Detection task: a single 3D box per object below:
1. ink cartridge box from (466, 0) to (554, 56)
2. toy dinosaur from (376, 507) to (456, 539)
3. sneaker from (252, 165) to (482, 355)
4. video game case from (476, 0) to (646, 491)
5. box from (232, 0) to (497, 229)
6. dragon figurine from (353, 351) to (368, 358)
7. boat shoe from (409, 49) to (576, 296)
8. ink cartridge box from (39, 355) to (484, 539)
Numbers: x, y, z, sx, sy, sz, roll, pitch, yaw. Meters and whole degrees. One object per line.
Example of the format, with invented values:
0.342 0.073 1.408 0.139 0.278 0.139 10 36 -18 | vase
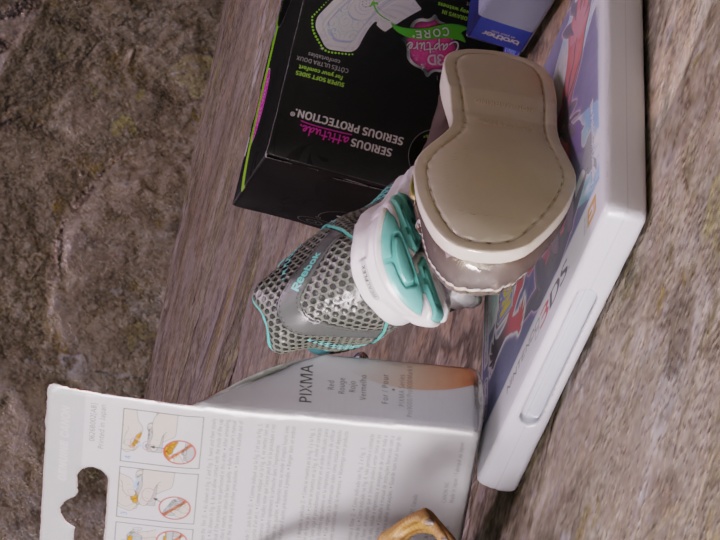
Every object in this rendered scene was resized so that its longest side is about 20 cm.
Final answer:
0.099 -0.201 1.486 0.200 0.042 0.120 117 165 -63 | ink cartridge box
0.004 0.152 1.219 0.106 0.060 0.200 -45 45 5 | toy dinosaur
0.000 0.000 1.315 0.200 0.091 0.078 -10 -101 -78 | sneaker
0.092 -0.029 1.288 0.201 0.023 0.183 -84 12 -47 | video game case
0.011 -0.130 1.660 0.149 0.124 0.201 134 150 -75 | box
-0.005 0.147 1.518 0.099 0.058 0.201 180 105 -82 | dragon figurine
0.055 -0.035 1.241 0.200 0.071 0.060 -85 6 -62 | boat shoe
-0.050 0.109 1.312 0.050 0.199 0.163 -84 1 -50 | ink cartridge box
